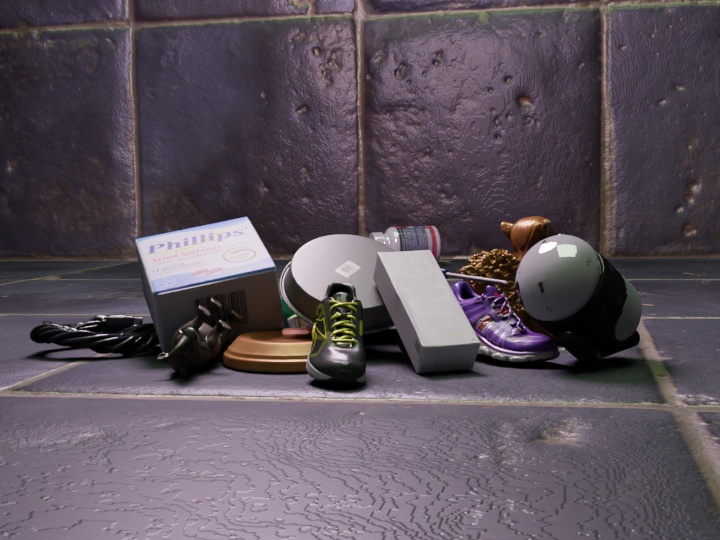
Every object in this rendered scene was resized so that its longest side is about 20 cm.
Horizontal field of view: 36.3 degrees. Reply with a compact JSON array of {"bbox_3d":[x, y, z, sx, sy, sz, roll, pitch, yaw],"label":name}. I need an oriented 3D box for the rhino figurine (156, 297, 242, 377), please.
[{"bbox_3d":[-0.218,0.095,1.459,0.060,0.088,0.200,38,9,2],"label":"rhino figurine"}]

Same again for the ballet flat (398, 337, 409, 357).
[{"bbox_3d":[0.089,0.081,1.603,0.072,0.074,0.200,0,5,10],"label":"ballet flat"}]

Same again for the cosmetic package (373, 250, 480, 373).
[{"bbox_3d":[0.085,0.052,1.473,0.082,0.051,0.201,-4,39,-17],"label":"cosmetic package"}]

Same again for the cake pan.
[{"bbox_3d":[-0.017,0.013,1.579,0.198,0.037,0.201,5,38,-4],"label":"cake pan"}]

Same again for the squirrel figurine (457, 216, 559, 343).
[{"bbox_3d":[0.248,0.014,1.662,0.199,0.189,0.141,-5,6,-39],"label":"squirrel figurine"}]

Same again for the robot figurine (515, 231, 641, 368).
[{"bbox_3d":[0.288,0.039,1.449,0.200,0.125,0.150,37,3,-36],"label":"robot figurine"}]

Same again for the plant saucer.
[{"bbox_3d":[-0.091,0.107,1.518,0.198,0.038,0.200,-2,4,0],"label":"plant saucer"}]

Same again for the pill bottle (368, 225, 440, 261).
[{"bbox_3d":[0.128,-0.070,3.256,0.198,0.121,0.119,-2,4,-16],"label":"pill bottle"}]

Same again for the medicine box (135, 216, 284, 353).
[{"bbox_3d":[-0.227,0.017,1.632,0.180,0.104,0.200,-12,28,-14],"label":"medicine box"}]

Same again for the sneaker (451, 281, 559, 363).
[{"bbox_3d":[0.187,0.069,1.500,0.080,0.084,0.199,-2,20,-45],"label":"sneaker"}]

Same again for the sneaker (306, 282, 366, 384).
[{"bbox_3d":[-0.031,0.076,1.385,0.074,0.086,0.200,4,20,-9],"label":"sneaker"}]

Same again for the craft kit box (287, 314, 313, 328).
[{"bbox_3d":[-0.003,0.058,1.772,0.195,0.049,0.200,-14,2,10],"label":"craft kit box"}]

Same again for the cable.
[{"bbox_3d":[-0.390,0.102,1.641,0.198,0.051,0.163,2,7,-26],"label":"cable"}]

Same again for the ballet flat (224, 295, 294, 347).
[{"bbox_3d":[-0.181,0.079,1.729,0.071,0.070,0.199,-1,9,35],"label":"ballet flat"}]

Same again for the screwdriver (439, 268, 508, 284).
[{"bbox_3d":[0.141,0.006,1.614,0.199,0.028,0.029,5,25,42],"label":"screwdriver"}]
